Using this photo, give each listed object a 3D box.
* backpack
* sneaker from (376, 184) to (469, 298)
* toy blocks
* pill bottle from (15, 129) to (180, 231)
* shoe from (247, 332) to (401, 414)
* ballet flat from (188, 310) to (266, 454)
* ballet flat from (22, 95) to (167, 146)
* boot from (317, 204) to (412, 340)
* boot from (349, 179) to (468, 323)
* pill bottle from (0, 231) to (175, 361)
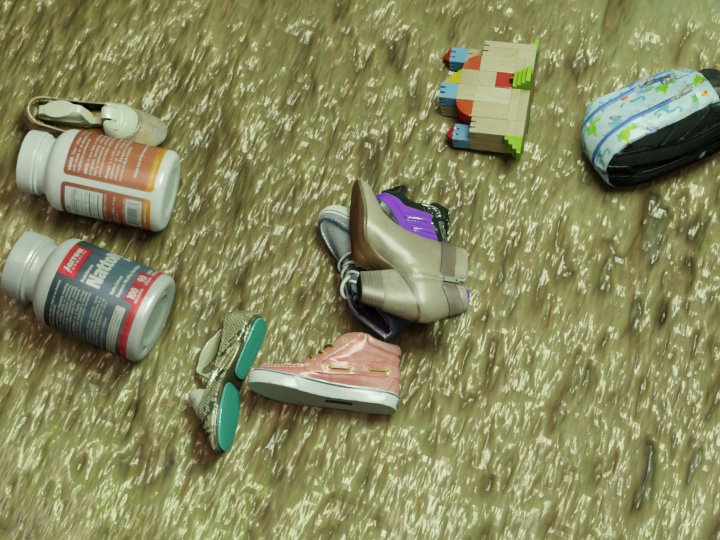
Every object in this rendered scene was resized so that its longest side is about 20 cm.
[{"bbox_3d":[0.408,-0.196,1.722,0.200,0.163,0.154,-36,67,-9],"label":"backpack"},{"bbox_3d":[0.094,-0.041,1.677,0.099,0.070,0.200,-39,77,-18],"label":"sneaker"},{"bbox_3d":[0.174,-0.249,1.758,0.136,0.100,0.200,7,68,11],"label":"toy blocks"},{"bbox_3d":[-0.350,-0.126,1.654,0.200,0.112,0.112,13,69,1],"label":"pill bottle"},{"bbox_3d":[-0.044,0.126,1.607,0.200,0.071,0.091,10,68,-7],"label":"shoe"},{"bbox_3d":[-0.181,0.142,1.601,0.075,0.068,0.200,4,62,21],"label":"ballet flat"},{"bbox_3d":[-0.369,-0.205,1.706,0.200,0.067,0.068,3,70,-3],"label":"ballet flat"},{"bbox_3d":[0.000,0.000,1.639,0.200,0.073,0.090,44,43,11],"label":"boot"},{"bbox_3d":[0.065,-0.023,1.600,0.146,0.070,0.200,2,66,-13],"label":"boot"},{"bbox_3d":[-0.353,0.027,1.593,0.200,0.120,0.120,22,70,4],"label":"pill bottle"}]
